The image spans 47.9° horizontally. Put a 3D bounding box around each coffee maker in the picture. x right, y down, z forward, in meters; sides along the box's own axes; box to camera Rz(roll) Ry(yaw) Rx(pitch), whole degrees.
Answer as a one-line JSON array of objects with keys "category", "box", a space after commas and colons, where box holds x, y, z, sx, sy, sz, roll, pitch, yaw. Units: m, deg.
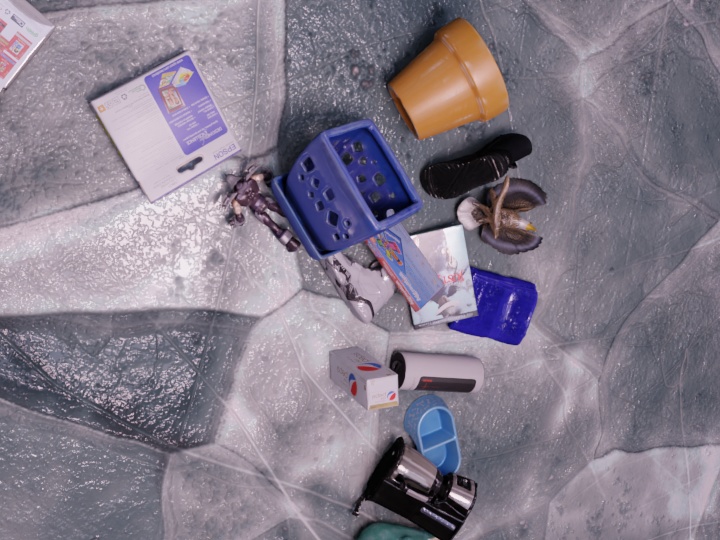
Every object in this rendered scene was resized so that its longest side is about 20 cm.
[{"category": "coffee maker", "box": [0.120, 0.479, 1.723, 0.199, 0.135, 0.193, 32, 129, -5]}]

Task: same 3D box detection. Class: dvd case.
[{"category": "dvd case", "box": [0.163, 0.013, 1.706, 0.144, 0.022, 0.202, -12, 103, -4]}]

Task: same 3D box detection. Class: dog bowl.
[{"category": "dog bowl", "box": [0.164, 0.375, 1.785, 0.110, 0.049, 0.202, -17, 106, -20]}]

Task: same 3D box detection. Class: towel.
[{"category": "towel", "box": [0.295, 0.080, 1.787, 0.198, 0.049, 0.149, 14, 93, -25]}]

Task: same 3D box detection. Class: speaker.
[{"category": "speaker", "box": [0.162, 0.219, 1.739, 0.198, 0.081, 0.082, 7, 97, -25]}]

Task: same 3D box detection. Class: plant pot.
[{"category": "plant pot", "box": [-0.034, -0.139, 1.485, 0.201, 0.179, 0.200, 59, 33, 1]}, {"category": "plant pot", "box": [0.160, -0.355, 1.580, 0.182, 0.200, 0.201, -30, 111, 1]}]

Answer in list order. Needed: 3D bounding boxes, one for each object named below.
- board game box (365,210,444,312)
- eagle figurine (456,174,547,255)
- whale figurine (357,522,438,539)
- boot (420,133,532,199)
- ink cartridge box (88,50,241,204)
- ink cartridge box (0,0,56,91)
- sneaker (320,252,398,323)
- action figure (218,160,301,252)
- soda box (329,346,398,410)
[{"category": "board game box", "box": [0.083, -0.024, 1.632, 0.201, 0.019, 0.103, 55, 45, -3]}, {"category": "eagle figurine", "box": [0.317, -0.113, 1.732, 0.151, 0.199, 0.152, -39, 75, 24]}, {"category": "whale figurine", "box": [0.080, 0.586, 1.752, 0.198, 0.159, 0.105, -12, 67, -22]}, {"category": "boot", "box": [0.243, -0.218, 1.682, 0.168, 0.199, 0.077, -36, 109, -51]}, {"category": "ink cartridge box", "box": [-0.344, -0.256, 1.447, 0.197, 0.047, 0.201, -33, 113, -16]}, {"category": "ink cartridge box", "box": [-0.619, -0.384, 1.278, 0.200, 0.084, 0.176, 40, 83, -24]}, {"category": "sneaker", "box": [0.000, 0.000, 1.631, 0.115, 0.075, 0.201, -38, 116, -15]}, {"category": "action figure", "box": [-0.185, -0.118, 1.532, 0.200, 0.069, 0.130, 40, 90, -21]}, {"category": "soda box", "box": [0.004, 0.211, 1.600, 0.067, 0.200, 0.064, -7, 103, -22]}]
